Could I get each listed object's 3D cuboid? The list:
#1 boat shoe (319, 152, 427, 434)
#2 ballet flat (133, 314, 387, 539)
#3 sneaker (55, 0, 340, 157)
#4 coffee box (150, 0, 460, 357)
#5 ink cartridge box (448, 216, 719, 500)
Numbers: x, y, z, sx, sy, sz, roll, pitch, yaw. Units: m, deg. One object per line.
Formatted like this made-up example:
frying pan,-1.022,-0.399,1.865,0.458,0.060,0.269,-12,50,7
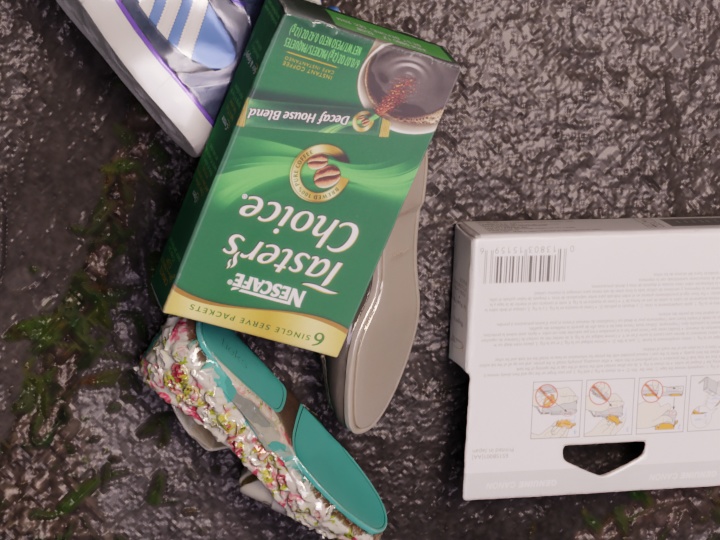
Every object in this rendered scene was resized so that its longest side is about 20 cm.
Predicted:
boat shoe,0.000,0.000,1.621,0.067,0.057,0.201,-13,116,-51
ballet flat,-0.064,0.104,1.624,0.064,0.076,0.200,-31,109,26
sneaker,-0.099,-0.182,1.528,0.146,0.081,0.200,-41,110,-10
coffee box,-0.033,-0.054,1.528,0.122,0.044,0.201,16,110,-24
ink cartridge box,0.156,0.055,1.682,0.199,0.044,0.175,-2,105,-17
